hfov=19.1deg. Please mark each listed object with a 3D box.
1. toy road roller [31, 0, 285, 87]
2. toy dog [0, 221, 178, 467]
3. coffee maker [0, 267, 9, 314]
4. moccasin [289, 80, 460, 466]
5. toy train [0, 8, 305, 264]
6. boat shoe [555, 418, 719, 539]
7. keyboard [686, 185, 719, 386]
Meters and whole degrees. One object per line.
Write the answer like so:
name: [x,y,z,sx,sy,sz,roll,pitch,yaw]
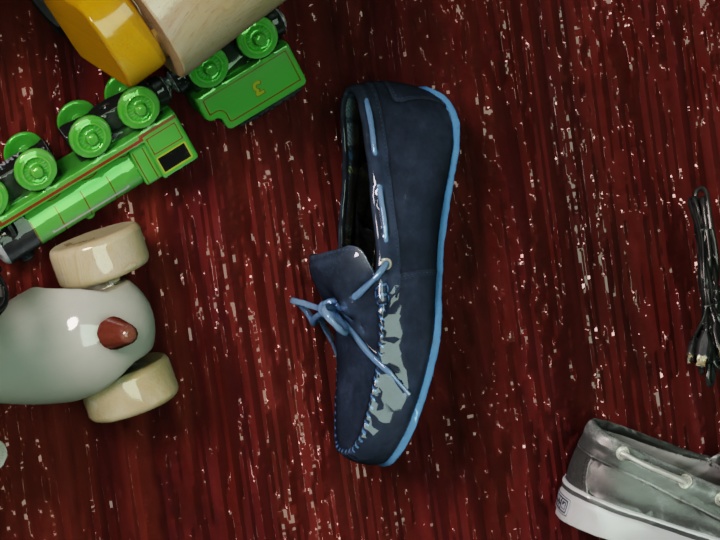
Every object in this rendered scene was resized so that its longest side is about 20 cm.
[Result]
toy road roller: [-0.118,-0.188,1.020,0.123,0.200,0.146,-38,122,-10]
toy dog: [-0.178,0.050,1.056,0.200,0.096,0.132,-39,99,-7]
coffee maker: [-0.277,0.070,0.956,0.192,0.135,0.200,17,124,-45]
moccasin: [0.000,0.000,1.119,0.068,0.080,0.201,12,75,-28]
toy train: [-0.118,-0.069,1.101,0.199,0.042,0.057,-32,118,-7]
boat shoe: [0.208,0.127,1.171,0.198,0.074,0.068,17,102,-5]
keyboard: [0.230,0.003,1.175,0.126,0.021,0.201,6,73,-22]
